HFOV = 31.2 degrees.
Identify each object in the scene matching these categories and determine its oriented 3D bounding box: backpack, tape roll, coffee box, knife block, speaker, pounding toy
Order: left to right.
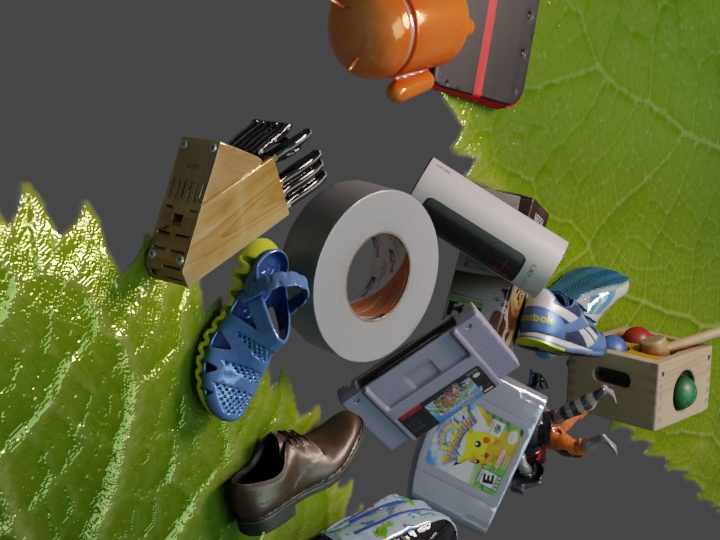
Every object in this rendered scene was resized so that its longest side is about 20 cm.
[{"bbox_3d":[-0.120,-0.067,1.357,0.175,0.064,0.203,21,83,-47],"label":"knife block"},{"bbox_3d":[0.000,0.000,1.491,0.199,0.066,0.203,-17,115,-39],"label":"tape roll"},{"bbox_3d":[0.032,0.360,1.579,0.198,0.154,0.165,-19,112,-20],"label":"backpack"},{"bbox_3d":[0.151,-0.052,1.558,0.082,0.199,0.081,-58,179,-1],"label":"speaker"},{"bbox_3d":[0.173,0.005,1.658,0.113,0.079,0.203,22,82,-69],"label":"coffee box"},{"bbox_3d":[0.442,0.139,1.916,0.183,0.198,0.144,-11,107,-45],"label":"pounding toy"}]

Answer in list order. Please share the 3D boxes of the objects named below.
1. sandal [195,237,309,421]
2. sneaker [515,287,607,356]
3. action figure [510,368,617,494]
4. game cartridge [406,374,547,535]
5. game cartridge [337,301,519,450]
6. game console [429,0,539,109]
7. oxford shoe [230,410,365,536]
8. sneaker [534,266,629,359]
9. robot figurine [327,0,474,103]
[{"bbox_3d":[-0.114,0.066,1.381,0.079,0.086,0.203,21,85,-49],"label":"sandal"},{"bbox_3d":[0.277,0.072,1.723,0.199,0.073,0.083,16,76,-56],"label":"sneaker"},{"bbox_3d":[0.249,0.192,1.750,0.105,0.191,0.202,61,24,-42],"label":"action figure"},{"bbox_3d":[0.145,0.226,1.676,0.132,0.040,0.202,26,86,-3],"label":"game cartridge"},{"bbox_3d":[0.086,0.134,1.567,0.199,0.039,0.130,-34,129,10],"label":"game cartridge"},{"bbox_3d":[0.158,-0.316,1.635,0.175,0.031,0.203,8,92,-42],"label":"game console"},{"bbox_3d":[-0.068,0.212,1.473,0.199,0.072,0.085,-37,122,-36],"label":"oxford shoe"},{"bbox_3d":[0.313,0.056,1.858,0.199,0.076,0.082,-27,124,-33],"label":"sneaker"},{"bbox_3d":[0.042,-0.280,1.450,0.199,0.116,0.145,-22,142,-44],"label":"robot figurine"}]
